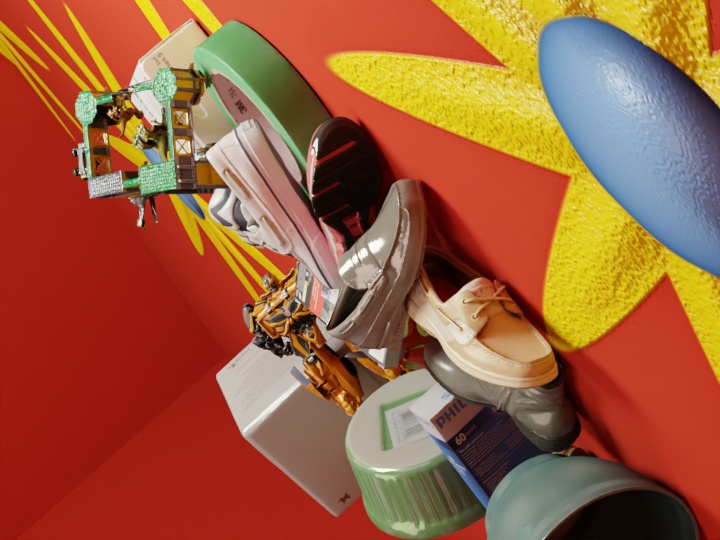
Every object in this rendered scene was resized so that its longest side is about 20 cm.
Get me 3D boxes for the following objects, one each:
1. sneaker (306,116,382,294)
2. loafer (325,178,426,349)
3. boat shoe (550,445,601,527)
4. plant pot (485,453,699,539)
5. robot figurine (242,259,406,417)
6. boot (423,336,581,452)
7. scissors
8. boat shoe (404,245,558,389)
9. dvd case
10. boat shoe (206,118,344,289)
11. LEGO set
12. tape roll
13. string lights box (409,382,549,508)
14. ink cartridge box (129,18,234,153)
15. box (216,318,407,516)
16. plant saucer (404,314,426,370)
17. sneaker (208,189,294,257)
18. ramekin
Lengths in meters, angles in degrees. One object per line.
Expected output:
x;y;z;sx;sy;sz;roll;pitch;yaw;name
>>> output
-0.022;-0.069;1.316;0.087;0.073;0.201;53;162;47;sneaker
0.014;-0.002;1.270;0.070;0.069;0.201;-99;19;-48;loafer
0.263;0.262;1.405;0.067;0.072;0.201;-23;102;44;boat shoe
0.198;0.257;1.294;0.201;0.200;0.134;56;173;-33;plant pot
-0.045;0.077;1.647;0.200;0.145;0.058;43;-163;-18;robot figurine
0.132;0.084;1.330;0.200;0.068;0.131;31;155;38;boot
0.048;0.093;1.494;0.073;0.014;0.200;59;-151;3;scissors
0.103;0.038;1.233;0.200;0.073;0.070;35;136;47;boat shoe
-0.008;-0.002;1.443;0.200;0.022;0.147;35;121;54;dvd case
-0.084;-0.057;1.377;0.201;0.067;0.074;59;-173;-19;boat shoe
-0.203;-0.138;1.453;0.199;0.115;0.155;-17;82;41;LEGO set
-0.089;-0.159;1.393;0.201;0.048;0.201;47;169;11;tape roll
0.154;0.193;1.474;0.200;0.103;0.059;53;169;-18;string lights box
-0.190;-0.191;1.582;0.146;0.084;0.200;51;168;-7;ink cartridge box
-0.045;0.170;1.816;0.199;0.200;0.171;46;-176;-29;box
0.023;0.056;1.724;0.200;0.031;0.200;48;170;12;plant saucer
-0.082;-0.052;1.638;0.129;0.080;0.199;25;175;24;sneaker
0.079;0.203;1.582;0.200;0.200;0.098;33;154;56;ramekin
